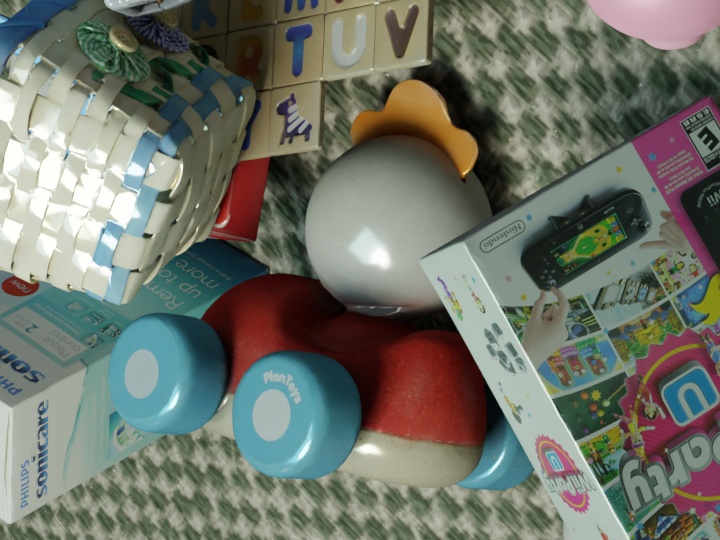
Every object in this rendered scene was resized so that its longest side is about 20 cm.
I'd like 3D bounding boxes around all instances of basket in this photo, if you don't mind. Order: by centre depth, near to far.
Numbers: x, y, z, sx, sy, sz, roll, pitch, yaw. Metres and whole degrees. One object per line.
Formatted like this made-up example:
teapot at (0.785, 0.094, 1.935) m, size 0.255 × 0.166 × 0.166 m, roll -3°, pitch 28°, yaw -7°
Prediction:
basket at (-0.162, -0.078, 1.154) m, size 0.199 × 0.176 × 0.140 m, roll 20°, pitch 113°, yaw 8°

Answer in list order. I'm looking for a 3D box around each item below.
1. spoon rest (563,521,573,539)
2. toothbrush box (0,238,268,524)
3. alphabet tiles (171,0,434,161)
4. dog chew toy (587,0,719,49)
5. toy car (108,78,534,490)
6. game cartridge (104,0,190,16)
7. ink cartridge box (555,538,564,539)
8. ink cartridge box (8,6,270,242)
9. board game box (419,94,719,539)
spoon rest at (0.177, 0.154, 1.127) m, size 0.200 × 0.099 × 0.061 m, roll 42°, pitch 147°, yaw 39°
toothbrush box at (-0.173, 0.038, 1.364) m, size 0.146 × 0.200 × 0.086 m, roll 30°, pitch 132°, yaw 32°
alphabet tiles at (-0.041, -0.139, 1.195) m, size 0.200 × 0.008 × 0.168 m, roll -6°, pitch 77°, yaw 41°
dog chew toy at (0.121, -0.184, 0.993) m, size 0.124 × 0.124 × 0.201 m, roll 20°, pitch 133°, yaw 38°
toy car at (0.000, 0.000, 1.223) m, size 0.177 × 0.184 × 0.201 m, roll 14°, pitch 93°, yaw 42°
game cartridge at (-0.107, -0.176, 1.023) m, size 0.200 × 0.041 × 0.134 m, roll -113°, pitch 10°, yaw -84°
ink cartridge box at (0.174, 0.221, 1.235) m, size 0.095 × 0.037 × 0.201 m, roll -9°, pitch 108°, yaw 49°
ink cartridge box at (-0.109, -0.080, 1.294) m, size 0.200 × 0.067 × 0.117 m, roll 8°, pitch 87°, yaw 44°
board game box at (0.140, 0.045, 1.072) m, size 0.200 × 0.147 × 0.064 m, roll 61°, pitch 159°, yaw -2°
